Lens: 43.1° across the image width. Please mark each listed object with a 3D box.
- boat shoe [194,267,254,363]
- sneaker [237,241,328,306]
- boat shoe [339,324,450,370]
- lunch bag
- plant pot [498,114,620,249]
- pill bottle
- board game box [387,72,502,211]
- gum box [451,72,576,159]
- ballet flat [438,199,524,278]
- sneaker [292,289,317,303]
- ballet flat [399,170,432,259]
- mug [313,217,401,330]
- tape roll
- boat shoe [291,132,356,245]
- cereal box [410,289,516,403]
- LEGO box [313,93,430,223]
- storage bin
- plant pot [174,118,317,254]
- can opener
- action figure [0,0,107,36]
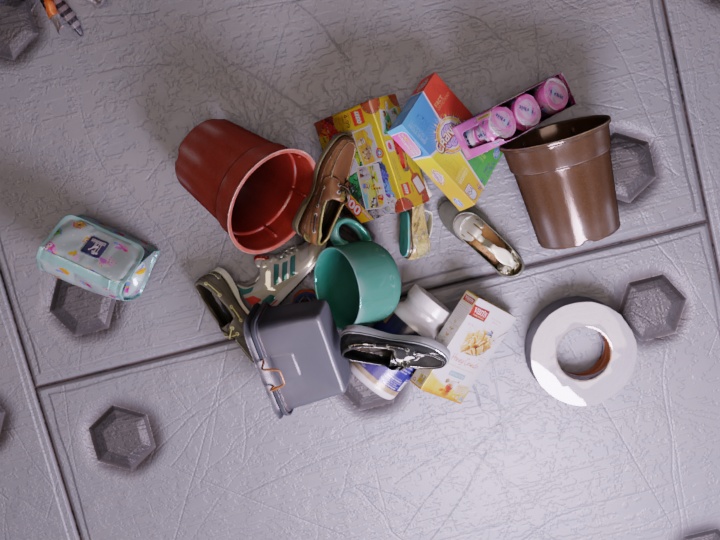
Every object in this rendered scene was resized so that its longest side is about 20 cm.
[{"bbox_3d":[-0.240,0.093,1.711,0.060,0.072,0.202,-32,92,-41],"label":"boat shoe"},{"bbox_3d":[-0.147,-0.011,1.705,0.093,0.070,0.200,42,98,-10],"label":"sneaker"},{"bbox_3d":[0.059,0.148,1.601,0.200,0.057,0.069,12,137,-4],"label":"boat shoe"},{"bbox_3d":[-0.472,-0.019,1.642,0.170,0.200,0.122,25,96,-2],"label":"lunch bag"},{"bbox_3d":[0.368,-0.154,1.636,0.200,0.200,0.199,-16,104,2],"label":"plant pot"},{"bbox_3d":[0.076,0.131,1.700,0.116,0.116,0.200,38,95,-4],"label":"pill bottle"},{"bbox_3d":[0.155,-0.229,1.628,0.200,0.040,0.153,44,55,-19],"label":"board game box"},{"bbox_3d":[0.267,-0.270,1.608,0.200,0.113,0.066,-30,96,-29],"label":"gum box"},{"bbox_3d":[0.230,-0.061,1.702,0.200,0.064,0.067,42,95,-4],"label":"ballet flat"},{"bbox_3d":[-0.102,0.139,1.720,0.075,0.078,0.200,-7,96,2],"label":"sneaker"},{"bbox_3d":[0.104,-0.121,1.701,0.071,0.071,0.200,-2,96,0],"label":"ballet flat"},{"bbox_3d":[0.005,0.009,1.646,0.114,0.152,0.185,-12,127,-34],"label":"mug"},{"bbox_3d":[0.415,0.152,1.726,0.200,0.066,0.201,0,97,1],"label":"tape roll"},{"bbox_3d":[-0.047,-0.139,1.596,0.068,0.072,0.200,34,109,36],"label":"boat shoe"},{"bbox_3d":[0.193,0.145,1.697,0.144,0.040,0.200,25,100,-47],"label":"cereal box"},{"bbox_3d":[0.020,-0.196,1.641,0.149,0.077,0.200,-14,97,45],"label":"LEGO box"},{"bbox_3d":[-0.106,0.150,1.618,0.134,0.146,0.200,-14,109,14],"label":"storage bin"},{"bbox_3d":[-0.212,-0.164,1.608,0.195,0.201,0.201,36,97,32],"label":"plant pot"},{"bbox_3d":[-0.066,-0.104,1.710,0.200,0.067,0.053,34,92,-16],"label":"can opener"},{"bbox_3d":[-0.589,-0.496,1.638,0.193,0.105,0.200,40,70,1],"label":"action figure"}]
